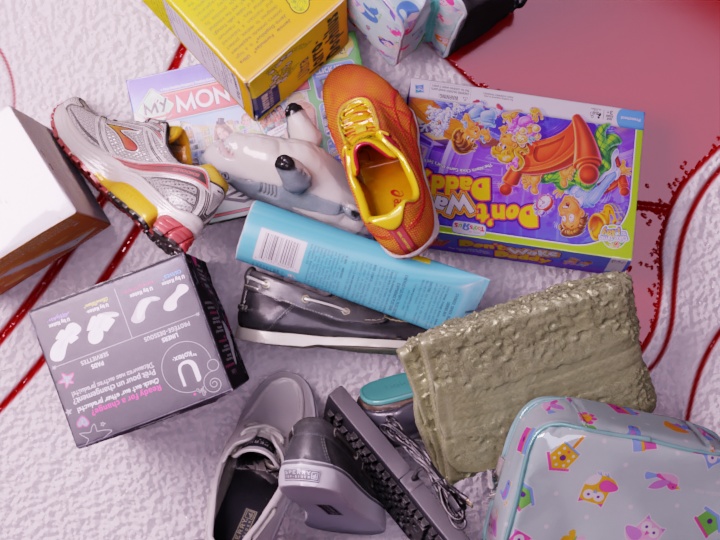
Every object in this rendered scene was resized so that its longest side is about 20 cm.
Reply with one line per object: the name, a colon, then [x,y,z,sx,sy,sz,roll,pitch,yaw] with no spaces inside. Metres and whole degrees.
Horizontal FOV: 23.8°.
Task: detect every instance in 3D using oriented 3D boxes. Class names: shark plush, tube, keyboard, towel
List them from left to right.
shark plush: [-0.037,-0.055,1.422,0.083,0.091,0.200,-34,129,26]
tube: [0.000,0.000,1.375,0.199,0.078,0.050,20,52,1]
keyboard: [0.037,0.175,1.374,0.021,0.127,0.200,-31,68,-28]
towel: [0.137,0.085,1.379,0.199,0.037,0.149,-18,117,-6]

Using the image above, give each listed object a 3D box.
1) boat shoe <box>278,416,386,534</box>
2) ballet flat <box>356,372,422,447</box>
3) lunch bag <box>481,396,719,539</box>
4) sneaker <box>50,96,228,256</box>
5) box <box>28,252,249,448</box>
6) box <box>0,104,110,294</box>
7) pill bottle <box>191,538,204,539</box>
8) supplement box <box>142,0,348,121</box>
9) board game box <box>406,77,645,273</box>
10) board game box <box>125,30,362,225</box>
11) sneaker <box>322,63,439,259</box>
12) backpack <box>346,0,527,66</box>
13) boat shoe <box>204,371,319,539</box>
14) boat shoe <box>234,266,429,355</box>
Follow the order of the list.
boat shoe: [-0.018,0.169,1.367,0.068,0.200,0.057,2,70,12]
ballet flat: [0.094,0.101,1.433,0.199,0.073,0.073,-18,89,-7]
lunch bag: [0.197,0.192,1.365,0.199,0.077,0.161,11,105,-12]
sneaker: [-0.179,-0.088,1.395,0.082,0.078,0.200,-46,55,-8]
box: [-0.171,0.064,1.357,0.132,0.200,0.115,-21,88,-1]
box: [-0.287,-0.049,1.357,0.124,0.200,0.098,-32,90,-1]
pill bottle: [-0.045,0.278,1.398,0.199,0.111,0.112,1,89,-1]
supplement box: [-0.114,-0.239,1.392,0.109,0.109,0.200,-42,81,-7]
board game box: [0.131,-0.078,1.424,0.199,0.045,0.135,8,72,-1]
board game box: [-0.087,-0.116,1.448,0.199,0.029,0.135,-13,90,-1]
sneaker: [0.014,-0.102,1.362,0.073,0.077,0.200,-28,51,6]
backpack: [0.032,-0.275,1.381,0.150,0.178,0.200,-32,86,-8]
boat shoe: [-0.083,0.156,1.379,0.072,0.066,0.200,17,54,11]
boat shoe: [-0.003,0.036,1.420,0.199,0.072,0.068,6,83,-8]
